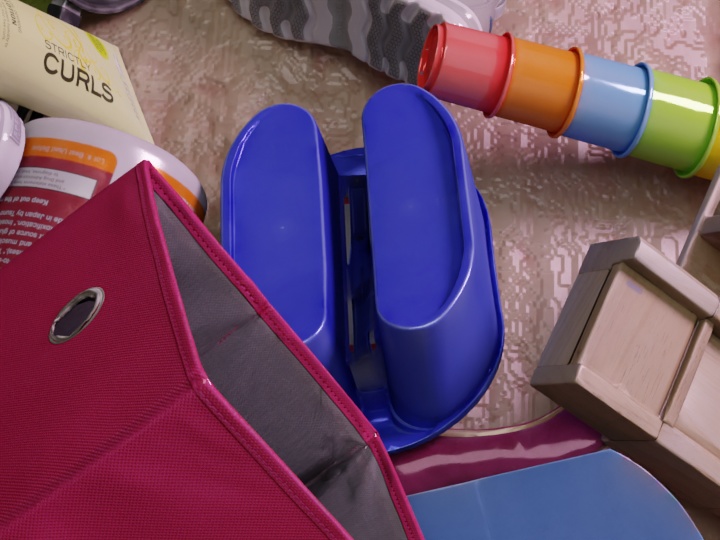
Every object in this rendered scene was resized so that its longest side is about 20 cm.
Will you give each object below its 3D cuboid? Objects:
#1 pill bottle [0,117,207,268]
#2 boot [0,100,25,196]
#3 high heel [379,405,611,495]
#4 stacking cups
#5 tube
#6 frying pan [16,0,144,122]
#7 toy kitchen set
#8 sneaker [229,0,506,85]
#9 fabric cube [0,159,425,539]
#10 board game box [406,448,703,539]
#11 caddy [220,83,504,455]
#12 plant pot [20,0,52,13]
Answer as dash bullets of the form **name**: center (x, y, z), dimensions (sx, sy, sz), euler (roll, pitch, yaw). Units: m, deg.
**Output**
- **pill bottle**: center (-0.159, 0.033, 0.866), dimensions (0.112, 0.113, 0.202), euler (15, 70, 6)
- **boot**: center (-0.261, -0.020, 0.856), dimensions (0.201, 0.095, 0.074), euler (-53, 38, 16)
- **high heel**: center (0.071, 0.074, 0.875), dimensions (0.199, 0.067, 0.096), euler (-36, 83, 1)
- **stacking cups**: center (0.129, -0.094, 0.915), dimensions (0.198, 0.061, 0.061), euler (15, 69, -10)
- **tube**: center (-0.175, -0.114, 0.890), dimensions (0.052, 0.200, 0.059), euler (14, 87, 29)
- **frying pan**: center (-0.148, -0.170, 0.976), dimensions (0.031, 0.192, 0.114), euler (30, 26, 34)
- **toy kitchen set**: center (0.228, 0.030, 0.792), dimensions (0.199, 0.180, 0.164), euler (34, 70, -21)
- **sneaker**: center (-0.008, -0.171, 0.979), dimensions (0.199, 0.075, 0.082), euler (32, 43, 14)
- **fabric cube**: center (-0.100, 0.114, 0.702), dimensions (0.199, 0.200, 0.197), euler (-35, 29, 6)
- **board game box**: center (0.078, 0.171, 0.831), dimensions (0.198, 0.039, 0.159), euler (-14, 100, 9)
- **caddy**: center (0.000, 0.000, 0.880), dimensions (0.140, 0.105, 0.201), euler (-9, 52, 7)
- **plant pot**: center (-0.281, -0.218, 0.941), dimensions (0.189, 0.200, 0.201), euler (21, 70, 22)
